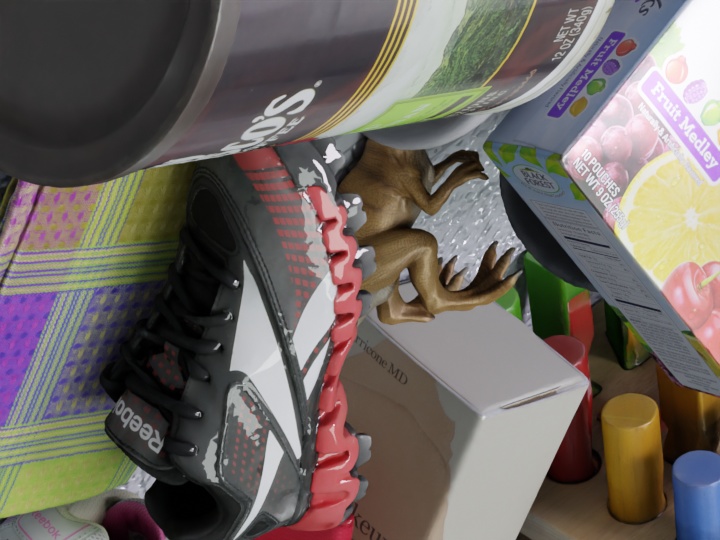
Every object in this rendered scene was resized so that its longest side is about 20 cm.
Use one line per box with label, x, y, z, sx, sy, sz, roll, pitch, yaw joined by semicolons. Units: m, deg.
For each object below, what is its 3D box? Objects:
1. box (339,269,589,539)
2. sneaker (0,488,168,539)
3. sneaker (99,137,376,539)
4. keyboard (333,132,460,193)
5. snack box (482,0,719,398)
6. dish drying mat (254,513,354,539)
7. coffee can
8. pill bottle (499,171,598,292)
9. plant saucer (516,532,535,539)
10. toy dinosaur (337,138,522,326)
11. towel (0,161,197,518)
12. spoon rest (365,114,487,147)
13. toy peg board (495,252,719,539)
box;0.016;0.108;1.268;0.078;0.095;0.200;-15;135;-46
sneaker;-0.094;0.142;1.163;0.088;0.081;0.200;-51;153;7
sneaker;-0.049;0.027;1.040;0.098;0.071;0.201;-21;132;-27
keyboard;-0.029;-0.021;1.134;0.200;0.011;0.056;-39;150;-20
snack box;0.156;-0.070;1.056;0.200;0.053;0.142;-50;122;-15
dish drying mat;-0.048;0.158;1.254;0.018;0.077;0.200;-35;149;-41
coffee can;-0.029;-0.111;0.882;0.200;0.146;0.147;-13;135;-48
pill bottle;0.141;-0.066;1.176;0.200;0.112;0.112;-35;151;-52
plant saucer;0.151;0.094;1.344;0.200;0.200;0.030;-33;131;-29
toy dinosaur;0.000;0.000;1.149;0.106;0.060;0.200;21;100;-32
towel;-0.097;0.005;1.045;0.143;0.023;0.200;-8;128;-51
spoon rest;0.060;-0.112;0.983;0.200;0.100;0.061;-25;159;33
toy peg board;0.155;0.045;1.301;0.200;0.199;0.098;-33;132;-28
